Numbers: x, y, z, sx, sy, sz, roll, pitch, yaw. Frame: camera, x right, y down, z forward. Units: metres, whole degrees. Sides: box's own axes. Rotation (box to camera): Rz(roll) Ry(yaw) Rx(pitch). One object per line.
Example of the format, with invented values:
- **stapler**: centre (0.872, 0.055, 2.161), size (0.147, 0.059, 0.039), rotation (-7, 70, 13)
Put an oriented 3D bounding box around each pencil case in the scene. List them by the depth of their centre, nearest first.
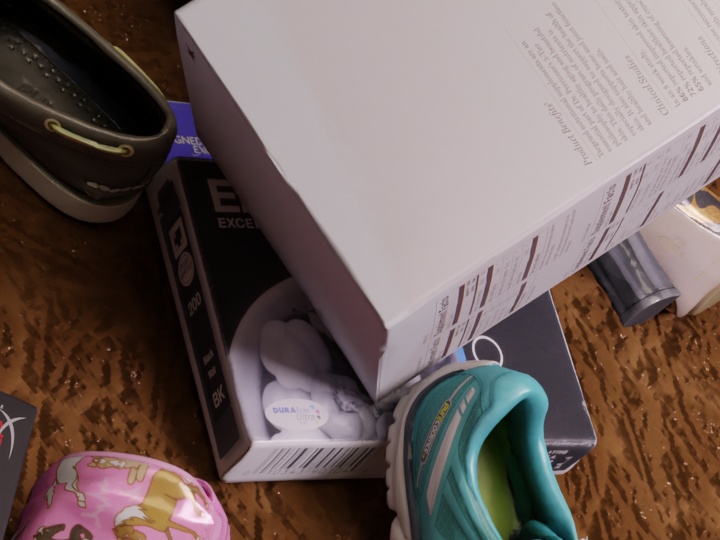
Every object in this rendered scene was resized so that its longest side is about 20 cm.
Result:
- **pencil case**: centre (-0.102, 0.160, 0.782), size (0.086, 0.083, 0.201), rotation (23, 47, -15)

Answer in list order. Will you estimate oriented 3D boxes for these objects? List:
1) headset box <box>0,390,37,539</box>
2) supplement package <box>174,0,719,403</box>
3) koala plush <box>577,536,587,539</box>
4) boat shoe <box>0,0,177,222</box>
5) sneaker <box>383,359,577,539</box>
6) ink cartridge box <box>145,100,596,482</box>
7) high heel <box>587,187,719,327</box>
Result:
- **headset box**: centre (-0.229, 0.082, 0.748), size (0.199, 0.077, 0.150), rotation (28, 47, -20)
- **supplement package**: centre (0.049, -0.073, 0.894), size (0.199, 0.151, 0.152), rotation (-33, 78, -9)
- **koala plush**: centre (0.038, 0.193, 0.767), size (0.182, 0.200, 0.178), rotation (16, 51, -18)
- **boat shoe**: centre (-0.166, -0.106, 0.940), size (0.201, 0.060, 0.072), rotation (39, 47, -7)
- **sneaker**: centre (0.056, 0.138, 0.903), size (0.077, 0.079, 0.202), rotation (-5, 84, -37)
- **ink cartridge box**: centre (0.000, 0.000, 1.004), size (0.197, 0.043, 0.201), rotation (2, 58, -35)
- **high heel**: centre (0.145, -0.048, 1.111), size (0.143, 0.071, 0.200), rotation (59, 28, 13)
